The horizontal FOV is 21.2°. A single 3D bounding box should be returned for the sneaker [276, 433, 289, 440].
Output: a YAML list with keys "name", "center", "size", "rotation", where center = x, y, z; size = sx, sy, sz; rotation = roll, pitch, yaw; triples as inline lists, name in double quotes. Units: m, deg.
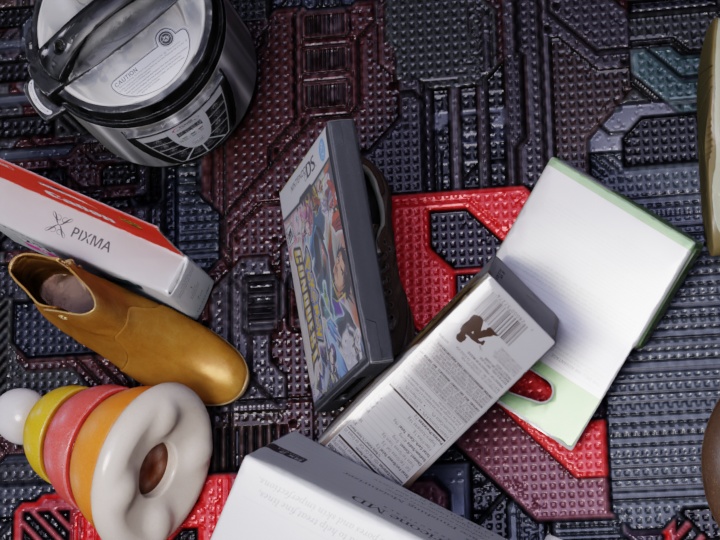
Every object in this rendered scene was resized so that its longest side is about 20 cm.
- name: "sneaker"
  center: [-0.019, 0.224, 1.591]
  size: [0.074, 0.082, 0.201]
  rotation: [-41, 61, 14]

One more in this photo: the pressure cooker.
- name: "pressure cooker"
  center: [-0.191, -0.193, 1.658]
  size: [0.177, 0.200, 0.178]
  rotation: [9, 77, 13]

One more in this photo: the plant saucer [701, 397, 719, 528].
- name: "plant saucer"
  center: [0.374, 0.154, 1.546]
  size: [0.198, 0.037, 0.203]
  rotation: [-2, 76, 10]

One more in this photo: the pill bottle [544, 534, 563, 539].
- name: "pill bottle"
  center: [0.140, 0.316, 1.515]
  size: [0.108, 0.109, 0.201]
  rotation: [25, 82, 16]

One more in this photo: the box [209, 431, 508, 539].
- name: "box"
  center: [-0.021, 0.259, 1.455]
  size: [0.198, 0.131, 0.202]
  rotation: [25, 100, 12]

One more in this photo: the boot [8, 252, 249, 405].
- name: "boot"
  center: [-0.198, 0.051, 1.629]
  size: [0.200, 0.144, 0.071]
  rotation: [24, 83, 16]

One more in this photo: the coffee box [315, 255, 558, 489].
- name: "coffee box"
  center: [0.064, 0.091, 1.555]
  size: [0.080, 0.113, 0.200]
  rotation: [45, 101, 0]

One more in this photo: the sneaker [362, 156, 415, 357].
- name: "sneaker"
  center: [0.000, 0.000, 1.637]
  size: [0.070, 0.076, 0.202]
  rotation: [-11, 74, 8]

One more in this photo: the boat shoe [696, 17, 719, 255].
- name: "boat shoe"
  center: [0.317, -0.111, 1.608]
  size: [0.065, 0.072, 0.203]
  rotation: [1, 77, 1]

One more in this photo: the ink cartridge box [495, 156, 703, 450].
- name: "ink cartridge box"
  center: [0.174, 0.027, 1.612]
  size: [0.145, 0.048, 0.201]
  rotation: [32, 99, 17]

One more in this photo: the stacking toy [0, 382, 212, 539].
- name: "stacking toy"
  center: [-0.239, 0.142, 1.638]
  size: [0.199, 0.146, 0.147]
  rotation: [18, 80, 30]

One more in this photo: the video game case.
- name: "video game case"
  center: [-0.023, 0.000, 1.589]
  size: [0.025, 0.181, 0.202]
  rotation: [-5, 75, -17]

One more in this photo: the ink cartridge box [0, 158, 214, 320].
- name: "ink cartridge box"
  center: [-0.237, -0.031, 1.641]
  size: [0.199, 0.174, 0.044]
  rotation: [23, 82, 16]
